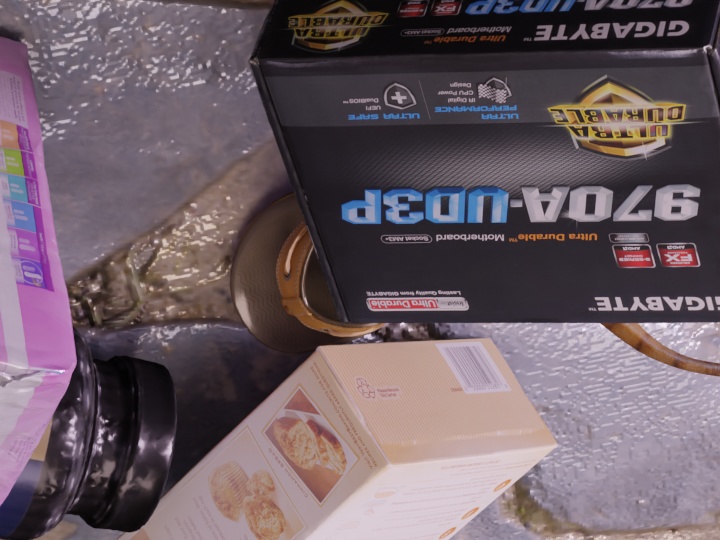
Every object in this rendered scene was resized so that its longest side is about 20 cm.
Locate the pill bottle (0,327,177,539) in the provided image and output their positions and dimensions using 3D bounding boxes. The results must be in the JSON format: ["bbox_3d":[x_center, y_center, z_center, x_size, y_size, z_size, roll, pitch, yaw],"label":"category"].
[{"bbox_3d":[-0.196,0.069,1.385,0.199,0.112,0.112,11,131,-22],"label":"pill bottle"}]

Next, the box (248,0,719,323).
[{"bbox_3d":[0.069,-0.047,1.209,0.199,0.046,0.159,0,136,19],"label":"box"}]

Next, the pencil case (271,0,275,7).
[{"bbox_3d":[0.055,-0.095,1.257,0.199,0.078,0.090,-1,131,21],"label":"pencil case"}]

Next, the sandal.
[{"bbox_3d":[0.000,0.000,1.349,0.199,0.054,0.081,-14,111,47],"label":"sandal"}]

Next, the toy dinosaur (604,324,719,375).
[{"bbox_3d":[0.089,-0.011,1.341,0.060,0.106,0.200,-38,98,-24],"label":"toy dinosaur"}]

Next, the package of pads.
[{"bbox_3d":[-0.183,0.001,1.257,0.075,0.201,0.121,11,135,-29],"label":"package of pads"}]

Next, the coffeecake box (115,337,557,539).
[{"bbox_3d":[-0.023,0.123,1.461,0.200,0.073,0.153,-44,157,28],"label":"coffeecake box"}]
